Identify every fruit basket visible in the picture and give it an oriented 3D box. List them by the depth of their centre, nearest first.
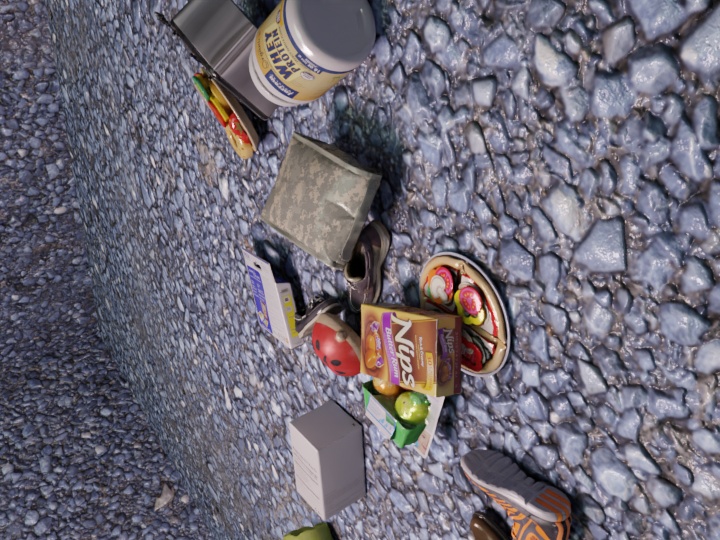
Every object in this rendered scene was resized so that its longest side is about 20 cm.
[{"bbox_3d":[0.072,0.196,1.210,0.185,0.093,0.203,40,136,39],"label":"fruit basket"}]

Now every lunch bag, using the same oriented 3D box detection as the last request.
[{"bbox_3d":[-0.051,-0.112,1.146,0.199,0.116,0.166,37,109,43],"label":"lunch bag"}]

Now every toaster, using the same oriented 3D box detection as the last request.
[{"bbox_3d":[-0.227,-0.391,1.234,0.181,0.119,0.200,50,-171,28],"label":"toaster"}]

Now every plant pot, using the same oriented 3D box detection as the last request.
[{"bbox_3d":[-0.120,0.760,1.796,0.200,0.197,0.193,-37,64,58],"label":"plant pot"}]

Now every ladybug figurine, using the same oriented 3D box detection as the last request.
[{"bbox_3d":[-0.042,0.146,1.314,0.136,0.072,0.200,43,168,14],"label":"ladybug figurine"}]

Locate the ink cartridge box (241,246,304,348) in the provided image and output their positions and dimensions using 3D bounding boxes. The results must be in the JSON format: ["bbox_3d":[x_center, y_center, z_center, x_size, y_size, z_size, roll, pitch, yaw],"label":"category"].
[{"bbox_3d":[-0.200,0.054,1.584,0.197,0.046,0.204,25,128,60],"label":"ink cartridge box"}]

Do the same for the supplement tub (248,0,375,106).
[{"bbox_3d":[-0.081,-0.343,1.069,0.199,0.143,0.147,-17,94,59],"label":"supplement tub"}]

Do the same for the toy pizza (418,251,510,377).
[{"bbox_3d":[0.149,0.071,1.067,0.199,0.031,0.203,36,136,43],"label":"toy pizza"}]

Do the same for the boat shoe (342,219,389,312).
[{"bbox_3d":[0.000,0.000,1.227,0.072,0.064,0.202,49,144,29],"label":"boat shoe"}]

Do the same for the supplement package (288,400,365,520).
[{"bbox_3d":[-0.071,0.415,1.539,0.119,0.120,0.203,31,132,46],"label":"supplement package"}]

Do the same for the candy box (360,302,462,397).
[{"bbox_3d":[0.075,0.119,1.102,0.199,0.056,0.119,6,96,54],"label":"candy box"}]

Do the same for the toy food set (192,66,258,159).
[{"bbox_3d":[-0.273,-0.322,1.414,0.199,0.048,0.200,56,174,-7],"label":"toy food set"}]

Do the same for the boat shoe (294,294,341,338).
[{"bbox_3d":[-0.096,0.085,1.427,0.064,0.072,0.200,65,155,10],"label":"boat shoe"}]

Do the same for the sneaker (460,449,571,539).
[{"bbox_3d":[0.230,0.363,1.072,0.199,0.077,0.114,27,129,49],"label":"sneaker"}]

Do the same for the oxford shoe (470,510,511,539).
[{"bbox_3d":[0.225,0.503,1.162,0.073,0.083,0.203,-34,77,60],"label":"oxford shoe"}]
